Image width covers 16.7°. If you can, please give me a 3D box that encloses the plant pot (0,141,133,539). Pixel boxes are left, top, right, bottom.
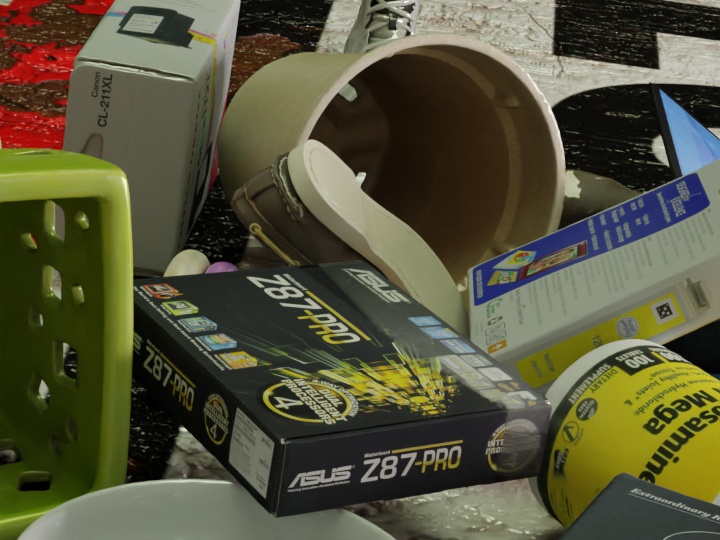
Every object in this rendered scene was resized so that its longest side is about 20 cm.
[{"bbox_3d":[-0.245,0.027,1.277,0.199,0.200,0.181,-7,19,-29],"label":"plant pot"}]

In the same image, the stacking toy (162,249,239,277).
[{"bbox_3d":[-0.023,0.054,1.437,0.200,0.085,0.085,16,23,6],"label":"stacking toy"}]

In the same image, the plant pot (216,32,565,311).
[{"bbox_3d":[0.002,-0.066,1.604,0.200,0.201,0.183,-5,14,-26],"label":"plant pot"}]

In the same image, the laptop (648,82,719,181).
[{"bbox_3d":[0.304,-0.059,1.618,0.200,0.103,0.177,-10,32,5],"label":"laptop"}]

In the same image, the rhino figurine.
[{"bbox_3d":[0.194,-0.014,1.633,0.200,0.087,0.060,13,25,-12],"label":"rhino figurine"}]

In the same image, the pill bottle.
[{"bbox_3d":[0.186,0.123,1.272,0.112,0.112,0.200,-9,27,-34],"label":"pill bottle"}]

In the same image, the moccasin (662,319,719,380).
[{"bbox_3d":[0.215,0.027,1.502,0.080,0.068,0.200,-18,11,-37],"label":"moccasin"}]

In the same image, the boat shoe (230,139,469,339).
[{"bbox_3d":[0.000,0.000,1.477,0.060,0.200,0.072,-28,43,20],"label":"boat shoe"}]

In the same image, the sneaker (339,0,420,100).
[{"bbox_3d":[0.012,-0.180,1.942,0.076,0.115,0.201,6,23,-3],"label":"sneaker"}]

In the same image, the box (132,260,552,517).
[{"bbox_3d":[-0.021,0.057,1.290,0.161,0.049,0.200,-3,24,-30],"label":"box"}]

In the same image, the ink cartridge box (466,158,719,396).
[{"bbox_3d":[0.159,0.002,1.435,0.200,0.047,0.198,-22,13,8],"label":"ink cartridge box"}]

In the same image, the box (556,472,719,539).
[{"bbox_3d":[0.142,0.193,1.100,0.148,0.107,0.200,16,25,22],"label":"box"}]

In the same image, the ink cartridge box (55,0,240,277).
[{"bbox_3d":[-0.143,-0.099,1.664,0.083,0.146,0.200,10,23,1],"label":"ink cartridge box"}]

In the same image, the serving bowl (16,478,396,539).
[{"bbox_3d":[-0.066,0.172,1.141,0.200,0.066,0.200,6,22,-2],"label":"serving bowl"}]
